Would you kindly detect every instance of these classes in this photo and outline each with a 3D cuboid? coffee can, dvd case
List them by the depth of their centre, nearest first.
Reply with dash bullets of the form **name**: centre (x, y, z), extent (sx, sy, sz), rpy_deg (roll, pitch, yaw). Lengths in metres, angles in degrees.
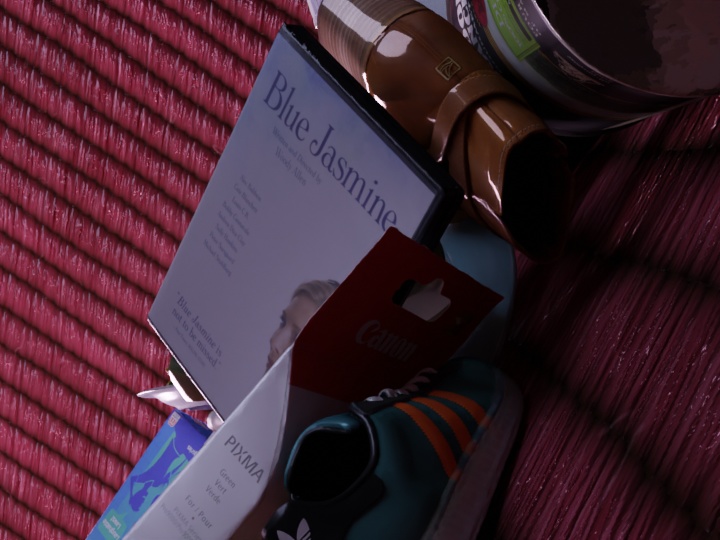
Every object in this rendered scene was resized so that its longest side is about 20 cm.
- **coffee can**: centre (0.126, -0.145, 0.676), extent (0.147, 0.146, 0.200), rpy_deg (-56, 4, -2)
- **dvd case**: centre (-0.037, -0.004, 0.734), extent (0.018, 0.143, 0.200), rpy_deg (-3, -48, -45)

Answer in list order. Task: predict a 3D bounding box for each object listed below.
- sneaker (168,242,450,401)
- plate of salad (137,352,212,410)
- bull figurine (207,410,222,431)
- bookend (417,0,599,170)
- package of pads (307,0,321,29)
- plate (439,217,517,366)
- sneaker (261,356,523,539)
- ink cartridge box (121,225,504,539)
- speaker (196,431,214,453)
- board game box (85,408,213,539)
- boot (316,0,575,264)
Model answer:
- **sneaker**: centre (-0.041, 0.005, 0.803), extent (0.200, 0.090, 0.067), rpy_deg (-20, 16, 32)
- **plate of salad**: centre (-0.067, 0.074, 1.062), extent (0.200, 0.200, 0.048), rpy_deg (141, 123, -76)
- **bull figurine**: centre (-0.071, 0.154, 0.830), extent (0.200, 0.065, 0.121), rpy_deg (-66, 20, 14)
- **bookend**: centre (0.114, -0.136, 0.967), extent (0.092, 0.198, 0.200), rpy_deg (-53, 49, 28)
- **package of pads**: centre (0.077, -0.232, 1.099), extent (0.154, 0.200, 0.068), rpy_deg (-27, 69, 51)
- **plate**: centre (0.017, 0.048, 0.841), extent (0.200, 0.026, 0.200), rpy_deg (-44, 29, 31)
- **sneaker**: centre (0.016, 0.079, 0.626), extent (0.071, 0.080, 0.200), rpy_deg (-54, 1, 25)
- **ink cartridge box**: centre (-0.008, 0.085, 0.689), extent (0.200, 0.050, 0.161), rpy_deg (-47, -26, 7)
- **speaker**: centre (-0.108, 0.186, 0.939), extent (0.200, 0.081, 0.081), rpy_deg (-53, 4, 3)
- **board game box**: centre (-0.141, 0.222, 1.034), extent (0.152, 0.045, 0.200), rpy_deg (32, 88, 46)
- **boot**: centre (0.061, -0.055, 0.748), extent (0.077, 0.155, 0.200), rpy_deg (-37, -37, -11)
